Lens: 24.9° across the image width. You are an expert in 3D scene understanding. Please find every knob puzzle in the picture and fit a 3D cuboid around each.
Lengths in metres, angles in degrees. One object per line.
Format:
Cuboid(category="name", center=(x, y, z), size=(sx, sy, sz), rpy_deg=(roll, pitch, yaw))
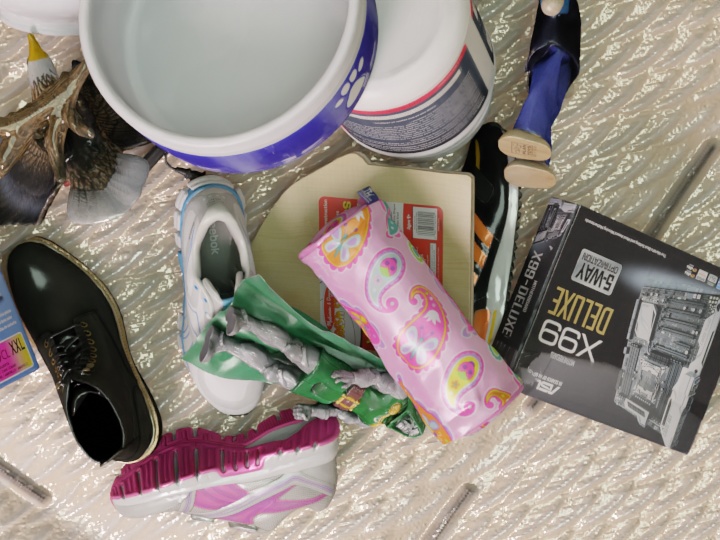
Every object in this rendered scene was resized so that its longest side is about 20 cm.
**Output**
Cuboid(category="knob puzzle", center=(0.000, 0.000, 1.329), size=(0.217, 0.030, 0.222), rpy_deg=(7, 108, 21))

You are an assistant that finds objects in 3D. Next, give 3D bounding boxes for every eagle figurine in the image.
Cuboid(category="eagle figurine", center=(-0.223, -0.106, 1.234), size=(0.150, 0.200, 0.153), rpy_deg=(11, 83, -2))

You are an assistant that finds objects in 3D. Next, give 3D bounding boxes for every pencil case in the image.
Cuboid(category="pencil case", center=(0.040, 0.036, 1.260), size=(0.087, 0.087, 0.201), rpy_deg=(-37, 88, -3))

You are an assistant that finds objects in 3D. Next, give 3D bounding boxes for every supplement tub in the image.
Cuboid(category="supplement tub", center=(0.028, -0.167, 1.247), size=(0.139, 0.200, 0.142), rpy_deg=(-3, 78, 12))

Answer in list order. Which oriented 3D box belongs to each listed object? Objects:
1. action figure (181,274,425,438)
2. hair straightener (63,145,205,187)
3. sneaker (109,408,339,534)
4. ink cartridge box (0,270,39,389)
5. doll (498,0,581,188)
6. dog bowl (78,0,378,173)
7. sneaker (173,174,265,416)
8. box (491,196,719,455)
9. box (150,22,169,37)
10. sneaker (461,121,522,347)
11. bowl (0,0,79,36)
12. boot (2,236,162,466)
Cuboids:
Cuboid(category="action figure", center=(-0.028, 0.084, 1.288), size=(0.199, 0.055, 0.118), rpy_deg=(26, 136, -24))
Cuboid(category="hair straightener", center=(-0.144, -0.106, 1.335), size=(0.200, 0.041, 0.077), rpy_deg=(-40, 98, -7))
Cuboid(category="sneaker", center=(-0.106, 0.179, 1.336), size=(0.198, 0.082, 0.089), rpy_deg=(-11, 117, 7))
Cuboid(category="ink cartridge box", center=(-0.350, 0.008, 1.264), size=(0.135, 0.076, 0.202), rpy_deg=(-15, 101, 36))
Cuboid(category="doll", center=(0.153, -0.173, 1.315), size=(0.048, 0.137, 0.202), rpy_deg=(6, 61, 16))
Cuboid(category="dog bowl", center=(-0.089, -0.172, 1.129), size=(0.198, 0.079, 0.202), rpy_deg=(-2, 78, 12))
Cuboid(category="sneaker", center=(-0.113, 0.031, 1.310), size=(0.074, 0.087, 0.202), rpy_deg=(-11, 110, -8))
Cuboid(category="box", center=(0.215, 0.048, 1.352), size=(0.199, 0.050, 0.159), rpy_deg=(22, 91, -27))
Cuboid(category="box", center=(-0.097, -0.227, 1.262), size=(0.048, 0.118, 0.200), rpy_deg=(35, 73, 16))
Cuboid(category="sneaker", center=(0.079, -0.023, 1.347), size=(0.089, 0.070, 0.202), rpy_deg=(4, 96, -10))
Cuboid(category="bowl", center=(-0.229, -0.237, 1.246), size=(0.199, 0.202, 0.091), rpy_deg=(0, 116, -7))
Cuboid(category="boot", center=(-0.223, 0.060, 1.276), size=(0.077, 0.138, 0.201), rpy_deg=(-35, 87, 0))
